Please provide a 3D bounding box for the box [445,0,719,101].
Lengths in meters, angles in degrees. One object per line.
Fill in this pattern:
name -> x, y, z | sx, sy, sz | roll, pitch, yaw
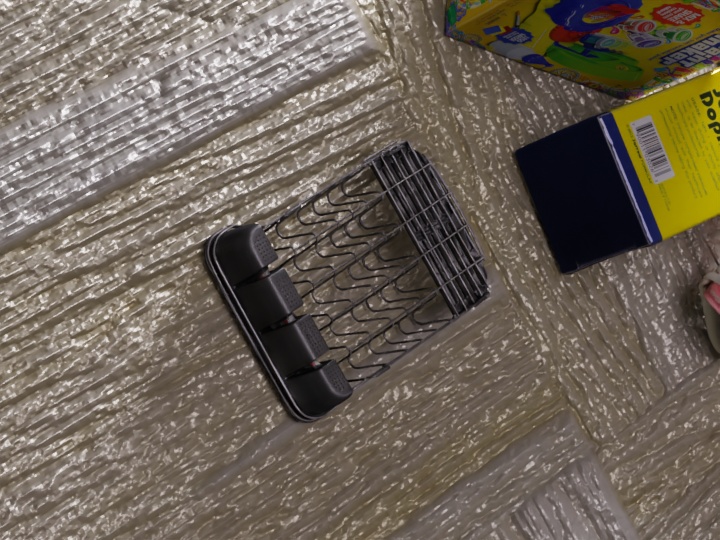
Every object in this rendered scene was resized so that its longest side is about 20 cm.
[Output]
box -> 0.203, -0.240, 1.711 | 0.192, 0.200, 0.122 | 15, 69, -29

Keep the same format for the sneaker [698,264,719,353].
sneaker -> 0.335, -0.004, 1.757 | 0.104, 0.201, 0.075 | -10, 46, -25

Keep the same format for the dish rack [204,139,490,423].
dish rack -> 0.000, 0.000, 1.603 | 0.200, 0.054, 0.154 | -33, 98, -37

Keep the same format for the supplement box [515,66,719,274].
supplement box -> 0.243, -0.086, 1.751 | 0.200, 0.109, 0.110 | -23, 91, -36
